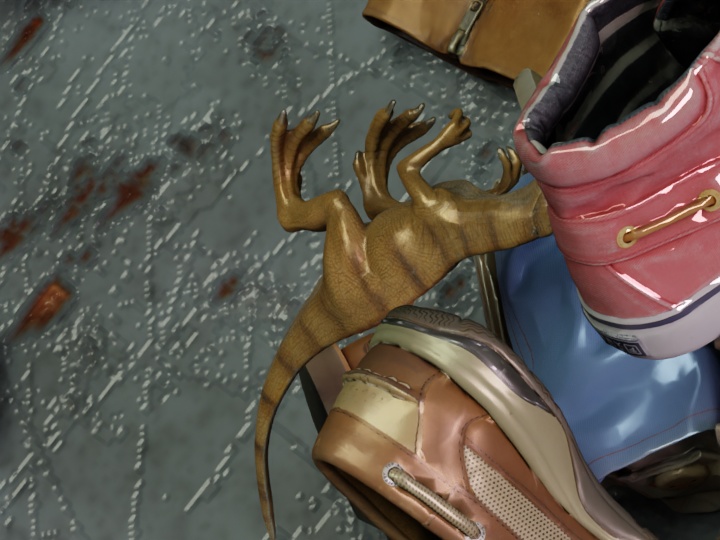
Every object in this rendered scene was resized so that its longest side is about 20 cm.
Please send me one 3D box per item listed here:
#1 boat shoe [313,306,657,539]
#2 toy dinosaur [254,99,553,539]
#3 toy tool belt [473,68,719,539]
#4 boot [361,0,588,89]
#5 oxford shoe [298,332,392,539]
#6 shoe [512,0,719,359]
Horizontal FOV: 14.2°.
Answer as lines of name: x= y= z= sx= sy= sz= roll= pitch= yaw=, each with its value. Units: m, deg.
boat shoe: x=0.054 y=0.103 z=0.956 sx=0.074 sy=0.200 sz=0.076 roll=-47 pitch=20 yaw=-21
toy dinosaur: x=0.000 y=0.000 z=1.005 sx=0.200 sy=0.060 sz=0.106 roll=-38 pitch=56 yaw=35
toy tool belt: x=0.104 y=0.031 z=1.010 sx=0.125 sy=0.123 sz=0.200 roll=-26 pitch=59 yaw=13
boot: x=0.112 y=-0.158 z=1.127 sx=0.188 sy=0.068 sz=0.200 roll=21 pitch=78 yaw=31
oxford shoe: x=0.044 y=0.100 z=1.044 sx=0.071 sy=0.071 sz=0.200 roll=-20 pitch=62 yaw=-9
shoe: x=0.135 y=-0.067 z=0.894 sx=0.200 sy=0.091 sz=0.071 roll=-40 pitch=40 yaw=-13
